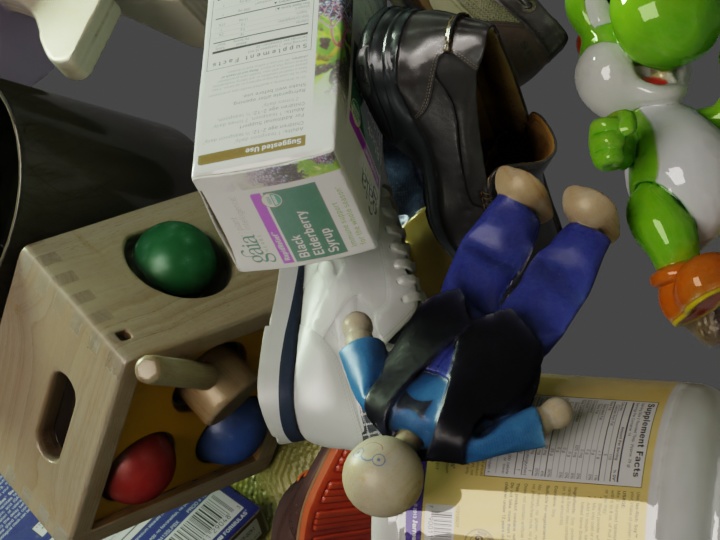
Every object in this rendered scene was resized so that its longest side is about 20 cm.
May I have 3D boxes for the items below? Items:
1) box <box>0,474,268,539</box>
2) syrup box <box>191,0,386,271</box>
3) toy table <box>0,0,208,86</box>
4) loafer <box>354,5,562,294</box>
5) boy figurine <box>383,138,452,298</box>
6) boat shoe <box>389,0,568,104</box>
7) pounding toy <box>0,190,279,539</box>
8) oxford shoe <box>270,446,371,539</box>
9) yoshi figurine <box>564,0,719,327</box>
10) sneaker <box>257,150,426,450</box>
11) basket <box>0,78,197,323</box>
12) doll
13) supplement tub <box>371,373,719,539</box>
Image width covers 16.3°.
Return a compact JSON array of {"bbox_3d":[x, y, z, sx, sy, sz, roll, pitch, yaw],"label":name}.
[{"bbox_3d":[-0.168,0.144,1.544,0.200,0.032,0.121,33,66,31],"label":"box"},{"bbox_3d":[-0.034,-0.102,1.324,0.081,0.079,0.200,-11,48,14],"label":"syrup box"},{"bbox_3d":[-0.171,-0.196,1.508,0.117,0.184,0.200,2,70,38],"label":"toy table"},{"bbox_3d":[0.070,-0.057,1.324,0.072,0.200,0.073,0,52,34],"label":"loafer"},{"bbox_3d":[0.032,0.006,1.419,0.124,0.064,0.200,-35,68,28],"label":"boy figurine"},{"bbox_3d":[0.050,-0.167,1.406,0.065,0.073,0.200,-28,54,-6],"label":"boat shoe"},{"bbox_3d":[-0.112,0.055,1.417,0.142,0.184,0.200,45,135,27],"label":"pounding toy"},{"bbox_3d":[-0.018,0.129,1.433,0.073,0.071,0.200,59,138,43],"label":"oxford shoe"},{"bbox_3d":[0.168,-0.081,1.298,0.112,0.112,0.200,-28,71,17],"label":"yoshi figurine"},{"bbox_3d":[0.000,0.000,1.359,0.080,0.076,0.200,1,75,19],"label":"sneaker"},{"bbox_3d":[-0.189,-0.036,1.497,0.136,0.200,0.180,48,118,25],"label":"basket"},{"bbox_3d":[0.049,0.040,1.247,0.136,0.049,0.200,18,60,27],"label":"doll"},{"bbox_3d":[0.118,0.125,1.283,0.200,0.145,0.146,3,92,17],"label":"supplement tub"}]
